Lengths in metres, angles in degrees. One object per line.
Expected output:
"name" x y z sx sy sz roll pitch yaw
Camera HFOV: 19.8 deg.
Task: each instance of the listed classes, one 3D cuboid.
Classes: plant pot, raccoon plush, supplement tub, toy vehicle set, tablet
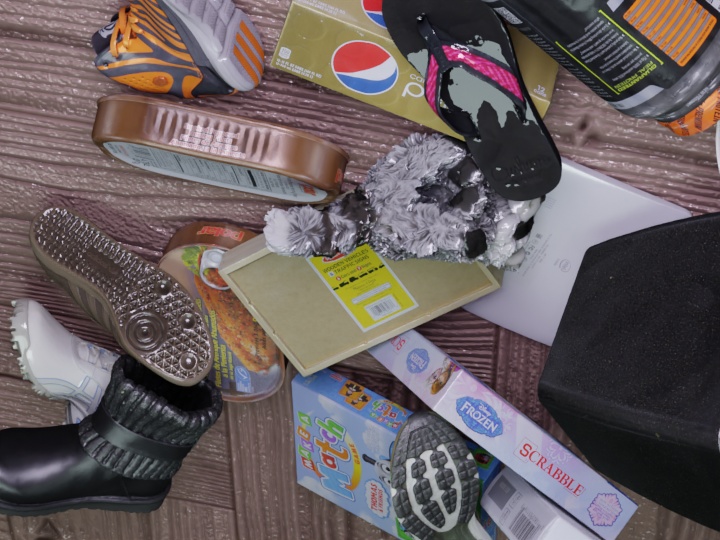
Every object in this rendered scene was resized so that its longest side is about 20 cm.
"plant pot" 0.252 0.079 1.564 0.176 0.201 0.200 5 152 34
"raccoon plush" 0.039 -0.044 1.561 0.198 0.098 0.134 2 169 18
"supplement tub" 0.169 -0.185 1.364 0.199 0.123 0.122 37 136 -20
"toy vehicle set" 0.000 0.000 1.663 0.199 0.027 0.125 -25 118 25
"tablet" 0.168 -0.007 1.645 0.129 0.014 0.200 22 140 -5

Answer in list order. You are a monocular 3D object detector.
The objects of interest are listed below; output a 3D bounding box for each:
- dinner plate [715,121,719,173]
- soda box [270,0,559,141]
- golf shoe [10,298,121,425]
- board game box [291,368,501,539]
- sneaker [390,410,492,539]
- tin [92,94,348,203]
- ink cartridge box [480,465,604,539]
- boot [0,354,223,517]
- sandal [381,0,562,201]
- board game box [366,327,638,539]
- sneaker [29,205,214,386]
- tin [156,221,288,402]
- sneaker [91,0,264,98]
"dinner plate" 0.347 -0.091 1.429 0.198 0.024 0.202 4 106 15
"soda box" 0.041 -0.155 1.486 0.198 0.064 0.068 20 138 -4
"golf shoe" -0.245 0.087 1.865 0.096 0.079 0.201 -18 136 12
"board game box" 0.030 0.178 1.832 0.199 0.037 0.152 27 144 23
"sneaker" 0.059 0.185 1.709 0.076 0.089 0.201 -19 127 -6
"tin" -0.109 -0.092 1.587 0.198 0.042 0.112 12 175 4
"ink cartridge box" 0.200 0.249 1.683 0.200 0.047 0.160 38 180 -14
"boot" -0.238 0.141 1.808 0.209 0.080 0.158 2 143 -26
"sandal" 0.081 -0.122 1.427 0.075 0.045 0.201 -20 120 25
"board game box" 0.110 0.124 1.693 0.199 0.041 0.200 38 180 -22
"sneaker" -0.196 0.024 1.738 0.200 0.070 0.076 44 167 12
"tin" -0.117 0.036 1.775 0.111 0.042 0.201 7 138 6
"sneaker" -0.162 -0.194 1.505 0.111 0.078 0.201 -10 132 27
